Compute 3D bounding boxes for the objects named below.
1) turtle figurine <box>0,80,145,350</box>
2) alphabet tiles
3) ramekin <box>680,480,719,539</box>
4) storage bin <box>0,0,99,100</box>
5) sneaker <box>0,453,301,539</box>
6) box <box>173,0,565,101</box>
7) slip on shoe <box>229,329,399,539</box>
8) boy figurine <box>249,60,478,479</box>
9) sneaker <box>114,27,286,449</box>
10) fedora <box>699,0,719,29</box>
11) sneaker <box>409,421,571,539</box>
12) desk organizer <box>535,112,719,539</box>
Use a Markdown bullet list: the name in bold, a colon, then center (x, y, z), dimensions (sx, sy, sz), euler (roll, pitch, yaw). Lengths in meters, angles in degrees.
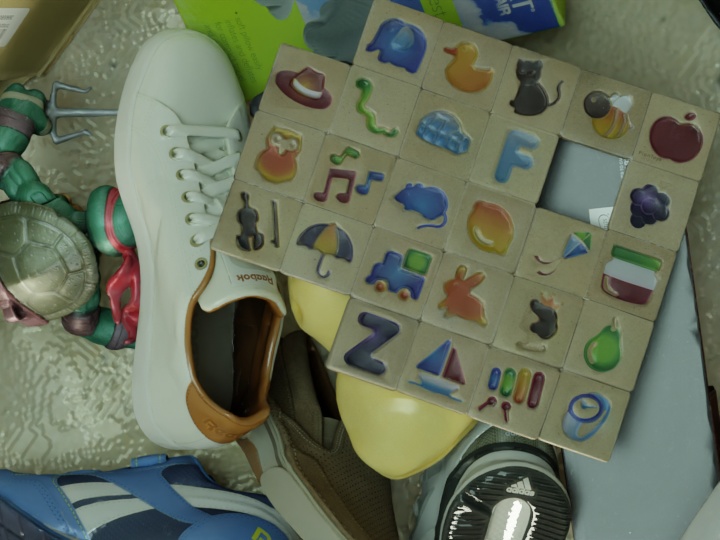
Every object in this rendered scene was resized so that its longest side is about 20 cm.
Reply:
- **turtle figurine**: center (-0.162, -0.016, 1.344), dimensions (0.200, 0.101, 0.150), euler (-14, 99, 25)
- **alphabet tiles**: center (0.042, -0.024, 1.221), dimensions (0.200, 0.008, 0.167), euler (19, 83, 1)
- **ramekin**: center (0.204, 0.144, 1.208), dimensions (0.094, 0.202, 0.202), euler (33, 102, 24)
- **storage bin**: center (-0.179, -0.175, 1.292), dimensions (0.094, 0.200, 0.199), euler (40, 103, 8)
- **sneaker**: center (-0.117, 0.133, 1.364), dimensions (0.200, 0.082, 0.074), euler (12, 130, 28)
- **box**: center (0.008, -0.156, 1.289), dimensions (0.200, 0.048, 0.122), euler (-13, 126, 16)
- **slip on shoe**: center (-0.012, 0.097, 1.288), dimensions (0.061, 0.200, 0.076), euler (-37, 126, -2)
- **boy figurine**: center (0.000, 0.000, 1.271), dimensions (0.064, 0.124, 0.200), euler (-25, 58, 13)
- **sneaker**: center (-0.064, -0.018, 1.272), dimensions (0.085, 0.073, 0.200), euler (-9, 84, 55)
- **fedora**: center (0.220, -0.173, 1.219), dimensions (0.201, 0.092, 0.201), euler (-1, 87, 21)
- **sneaker**: center (0.053, 0.129, 1.316), dimensions (0.076, 0.115, 0.201), euler (13, 130, -10)
- **desk organizer**: center (0.127, 0.031, 1.278), dimensions (0.072, 0.077, 0.200), euler (-8, 89, 12)
